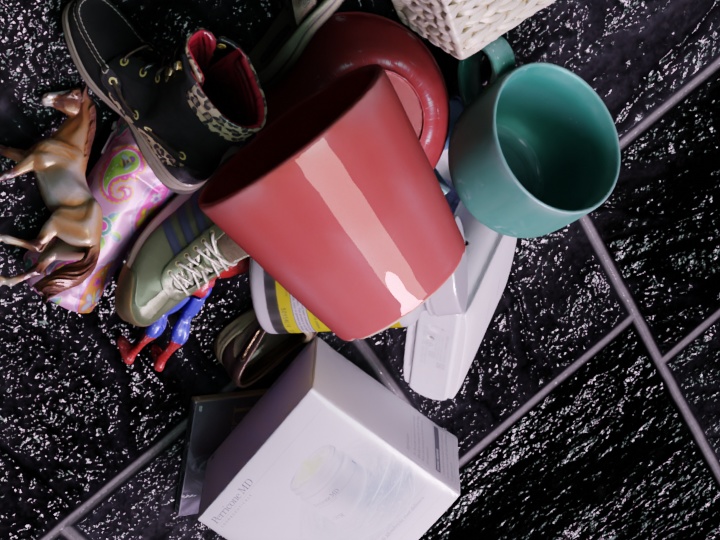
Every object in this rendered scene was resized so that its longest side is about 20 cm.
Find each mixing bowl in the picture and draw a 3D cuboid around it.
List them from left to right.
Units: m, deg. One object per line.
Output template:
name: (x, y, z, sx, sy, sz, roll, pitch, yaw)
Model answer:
mixing bowl: (0.003, -0.147, 1.520, 0.198, 0.108, 0.203, -2, 98, -12)

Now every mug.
mug: (0.160, -0.125, 1.557, 0.151, 0.114, 0.187, 9, 69, -27)

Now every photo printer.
photo printer: (0.112, 0.014, 1.690, 0.167, 0.069, 0.201, 94, 19, -50)

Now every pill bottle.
pill bottle: (0.000, 0.000, 1.542, 0.198, 0.115, 0.115, -3, 127, 12)

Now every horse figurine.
horse figurine: (-0.281, -0.063, 1.428, 0.131, 0.202, 0.050, -14, 162, -20)

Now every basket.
basket: (0.123, -0.312, 1.518, 0.199, 0.135, 0.124, -35, 133, -13)

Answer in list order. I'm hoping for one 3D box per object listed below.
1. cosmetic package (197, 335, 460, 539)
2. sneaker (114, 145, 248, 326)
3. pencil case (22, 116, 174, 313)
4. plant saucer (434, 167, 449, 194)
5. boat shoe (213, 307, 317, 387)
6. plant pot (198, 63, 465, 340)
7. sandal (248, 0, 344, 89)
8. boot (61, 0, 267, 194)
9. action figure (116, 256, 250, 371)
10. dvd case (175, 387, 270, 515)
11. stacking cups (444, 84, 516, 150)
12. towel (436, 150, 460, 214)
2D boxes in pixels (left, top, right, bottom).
cosmetic package: (-0.033, 0.217, 1.671, 0.199, 0.123, 0.200, 36, 110, -13)
sneaker: (-0.142, -0.028, 1.475, 0.201, 0.089, 0.067, -55, 136, -16)
pencil case: (-0.236, -0.057, 1.497, 0.087, 0.087, 0.201, 29, 101, -39)
plant saucer: (-0.003, -0.046, 1.630, 0.199, 0.070, 0.019, -37, 131, 6)
boat shoe: (-0.063, 0.047, 1.660, 0.199, 0.072, 0.072, -38, 129, 2)
plant pot: (-0.013, -0.050, 1.390, 0.200, 0.200, 0.178, -39, 106, -5)
sandal: (-0.055, -0.262, 1.488, 0.057, 0.080, 0.202, 32, 99, -26)
boot: (-0.169, -0.173, 1.381, 0.073, 0.150, 0.201, -34, 95, -34)
action figure: (-0.174, 0.000, 1.589, 0.065, 0.100, 0.200, 16, 131, -39)
dvd case: (-0.104, 0.197, 1.773, 0.198, 0.016, 0.150, -4, 119, -29)
stacking cups: (0.089, -0.144, 1.620, 0.198, 0.061, 0.061, -19, 126, -17)
towel: (0.049, -0.074, 1.696, 0.146, 0.024, 0.201, 21, 106, -37)
